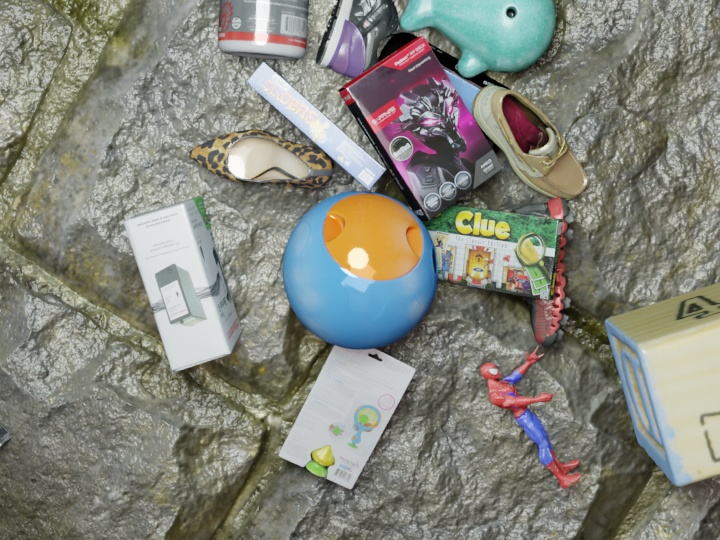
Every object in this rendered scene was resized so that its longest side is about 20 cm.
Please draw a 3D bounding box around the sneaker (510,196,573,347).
[{"bbox_3d":[0.233,0.003,1.322,0.097,0.071,0.203,0,99,5],"label":"sneaker"}]

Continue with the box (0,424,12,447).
[{"bbox_3d":[-0.618,0.225,1.380,0.200,0.044,0.160,44,96,-5],"label":"box"}]

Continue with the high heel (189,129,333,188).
[{"bbox_3d":[-0.132,-0.143,1.269,0.198,0.143,0.072,5,99,0],"label":"high heel"}]

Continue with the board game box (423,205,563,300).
[{"bbox_3d":[0.163,-0.028,1.295,0.198,0.023,0.106,9,96,29],"label":"board game box"}]

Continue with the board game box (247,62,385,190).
[{"bbox_3d":[-0.054,-0.184,1.267,0.200,0.135,0.035,41,96,-5],"label":"board game box"}]

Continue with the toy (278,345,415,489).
[{"bbox_3d":[-0.020,0.191,1.364,0.114,0.047,0.201,26,101,-6],"label":"toy"}]

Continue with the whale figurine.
[{"bbox_3d":[0.151,-0.328,1.257,0.198,0.104,0.161,14,95,0],"label":"whale figurine"}]

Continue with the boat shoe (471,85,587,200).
[{"bbox_3d":[0.228,-0.161,1.280,0.199,0.066,0.074,37,82,-21],"label":"boat shoe"}]

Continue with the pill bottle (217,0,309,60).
[{"bbox_3d":[-0.120,-0.375,1.251,0.115,0.116,0.202,4,97,0],"label":"pill bottle"}]

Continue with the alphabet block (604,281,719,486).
[{"bbox_3d":[0.453,0.137,1.274,0.198,0.196,0.197,-17,99,3],"label":"alphabet block"}]

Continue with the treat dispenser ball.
[{"bbox_3d":[0.000,0.000,1.259,0.199,0.201,0.203,0,98,1],"label":"treat dispenser ball"}]

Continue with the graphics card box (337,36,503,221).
[{"bbox_3d":[0.077,-0.178,1.252,0.125,0.051,0.201,-34,100,-10],"label":"graphics card box"}]

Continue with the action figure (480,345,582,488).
[{"bbox_3d":[0.249,0.190,1.350,0.099,0.065,0.200,-41,96,14],"label":"action figure"}]

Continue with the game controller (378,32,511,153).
[{"bbox_3d":[0.109,-0.230,1.305,0.199,0.042,0.105,28,98,-4],"label":"game controller"}]

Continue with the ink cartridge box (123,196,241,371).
[{"bbox_3d":[-0.227,0.014,1.293,0.083,0.146,0.202,-16,98,2],"label":"ink cartridge box"}]

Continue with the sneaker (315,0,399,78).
[{"bbox_3d":[0.015,-0.345,1.277,0.087,0.076,0.202,20,92,-14],"label":"sneaker"}]
